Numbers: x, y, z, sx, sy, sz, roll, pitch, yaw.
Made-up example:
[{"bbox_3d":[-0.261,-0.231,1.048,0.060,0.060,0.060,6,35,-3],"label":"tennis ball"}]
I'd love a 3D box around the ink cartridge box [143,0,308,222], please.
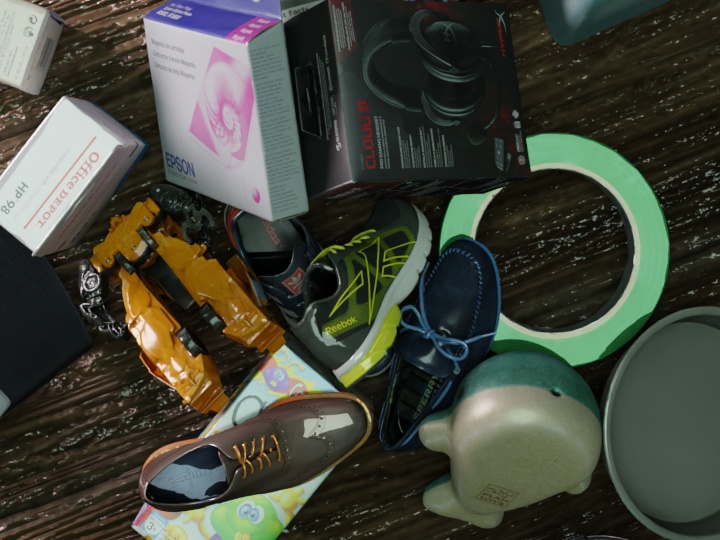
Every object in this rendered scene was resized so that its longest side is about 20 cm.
[{"bbox_3d":[-0.116,-0.155,1.540,0.043,0.196,0.202,-18,110,-27],"label":"ink cartridge box"}]

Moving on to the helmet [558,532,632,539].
[{"bbox_3d":[0.212,0.328,1.589,0.198,0.191,0.202,-6,59,10],"label":"helmet"}]

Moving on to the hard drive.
[{"bbox_3d":[-0.322,0.014,1.608,0.135,0.042,0.201,-39,97,-34],"label":"hard drive"}]

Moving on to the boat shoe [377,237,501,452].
[{"bbox_3d":[0.067,0.072,1.595,0.084,0.068,0.202,25,116,29],"label":"boat shoe"}]

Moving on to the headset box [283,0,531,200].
[{"bbox_3d":[0.031,-0.138,1.534,0.198,0.077,0.150,-3,82,-34],"label":"headset box"}]

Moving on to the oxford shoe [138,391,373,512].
[{"bbox_3d":[-0.083,0.153,1.531,0.198,0.073,0.072,-21,93,1],"label":"oxford shoe"}]

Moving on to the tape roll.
[{"bbox_3d":[0.165,-0.017,1.638,0.198,0.048,0.203,0,94,0],"label":"tape roll"}]

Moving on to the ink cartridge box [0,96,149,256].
[{"bbox_3d":[-0.243,-0.078,1.558,0.067,0.200,0.116,38,92,-2],"label":"ink cartridge box"}]

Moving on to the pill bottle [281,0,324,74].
[{"bbox_3d":[-0.063,-0.182,1.595,0.113,0.114,0.202,-17,93,1],"label":"pill bottle"}]

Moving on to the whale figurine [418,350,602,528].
[{"bbox_3d":[0.123,0.143,1.604,0.158,0.200,0.104,17,51,-12],"label":"whale figurine"}]

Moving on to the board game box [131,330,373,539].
[{"bbox_3d":[-0.089,0.164,1.621,0.105,0.103,0.200,39,93,-2],"label":"board game box"}]

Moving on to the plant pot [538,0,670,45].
[{"bbox_3d":[0.222,-0.315,1.545,0.194,0.200,0.198,-23,93,2],"label":"plant pot"}]

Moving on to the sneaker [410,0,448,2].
[{"bbox_3d":[0.077,-0.249,1.560,0.085,0.199,0.077,-49,130,-28],"label":"sneaker"}]

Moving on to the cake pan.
[{"bbox_3d":[0.285,0.131,1.620,0.198,0.037,0.203,-1,92,-24],"label":"cake pan"}]

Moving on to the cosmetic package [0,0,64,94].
[{"bbox_3d":[-0.358,-0.217,1.599,0.198,0.105,0.072,21,92,-3],"label":"cosmetic package"}]

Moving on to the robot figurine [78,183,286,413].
[{"bbox_3d":[-0.155,0.021,1.598,0.145,0.058,0.200,-45,55,4],"label":"robot figurine"}]

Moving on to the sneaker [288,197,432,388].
[{"bbox_3d":[0.000,0.000,1.575,0.084,0.201,0.074,37,132,-19],"label":"sneaker"}]

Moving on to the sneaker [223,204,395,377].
[{"bbox_3d":[-0.046,0.015,1.621,0.075,0.085,0.200,-44,93,2],"label":"sneaker"}]
